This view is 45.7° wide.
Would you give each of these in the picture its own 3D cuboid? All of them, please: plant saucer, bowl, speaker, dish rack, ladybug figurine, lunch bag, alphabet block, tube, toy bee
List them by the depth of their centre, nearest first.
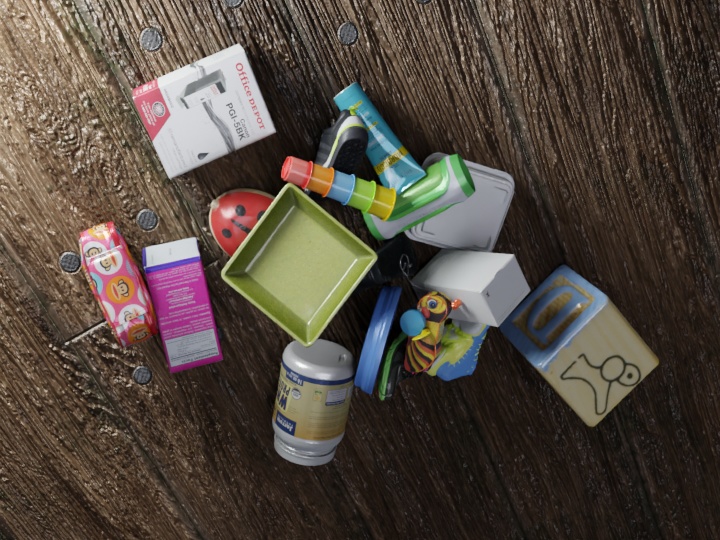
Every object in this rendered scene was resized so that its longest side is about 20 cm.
[{"bbox_3d":[-0.405,0.026,1.426,0.081,0.176,0.204,-22,93,-16],"label":"lunch bag"},{"bbox_3d":[-0.103,-0.009,1.458,0.199,0.048,0.201,38,94,-2],"label":"plant saucer"},{"bbox_3d":[0.028,-0.228,1.483,0.077,0.050,0.202,-32,96,19],"label":"tube"},{"bbox_3d":[-0.179,-0.065,1.509,0.197,0.072,0.137,28,101,-22],"label":"ladybug figurine"},{"bbox_3d":[0.124,0.085,1.514,0.106,0.132,0.204,2,123,23],"label":"toy bee"},{"bbox_3d":[0.103,-0.129,1.527,0.197,0.089,0.089,-26,116,18],"label":"speaker"},{"bbox_3d":[0.031,0.125,1.574,0.039,0.201,0.205,16,106,4],"label":"bowl"},{"bbox_3d":[0.192,-0.116,1.608,0.196,0.044,0.175,14,106,-18],"label":"dish rack"},{"bbox_3d":[0.427,0.145,1.684,0.195,0.197,0.200,-43,115,5],"label":"alphabet block"}]

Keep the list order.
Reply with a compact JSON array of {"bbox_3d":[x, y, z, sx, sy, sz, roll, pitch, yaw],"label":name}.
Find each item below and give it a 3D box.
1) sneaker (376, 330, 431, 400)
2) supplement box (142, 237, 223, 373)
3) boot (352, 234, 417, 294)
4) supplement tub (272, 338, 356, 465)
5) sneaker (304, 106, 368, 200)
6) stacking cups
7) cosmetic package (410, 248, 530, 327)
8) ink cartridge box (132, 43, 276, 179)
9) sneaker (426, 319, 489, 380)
[{"bbox_3d":[0.092,0.168,1.607,0.083,0.201,0.078,28,138,11],"label":"sneaker"},{"bbox_3d":[-0.313,0.061,1.504,0.101,0.101,0.204,-12,113,-11],"label":"supplement box"},{"bbox_3d":[0.000,0.000,1.572,0.165,0.199,0.078,-16,94,28],"label":"boot"},{"bbox_3d":[-0.090,0.247,1.609,0.141,0.145,0.205,6,108,-17],"label":"supplement tub"},{"bbox_3d":[-0.041,-0.203,1.486,0.070,0.084,0.200,5,144,-31],"label":"sneaker"},{"bbox_3d":[-0.039,-0.142,1.445,0.196,0.061,0.062,18,105,-18],"label":"stacking cups"},{"bbox_3d":[0.197,0.028,1.563,0.107,0.198,0.086,-42,117,-24],"label":"cosmetic package"},{"bbox_3d":[-0.255,-0.263,1.409,0.197,0.083,0.149,-25,113,-5],"label":"ink cartridge box"},{"bbox_3d":[0.211,0.142,1.700,0.199,0.076,0.105,-40,127,10],"label":"sneaker"}]
